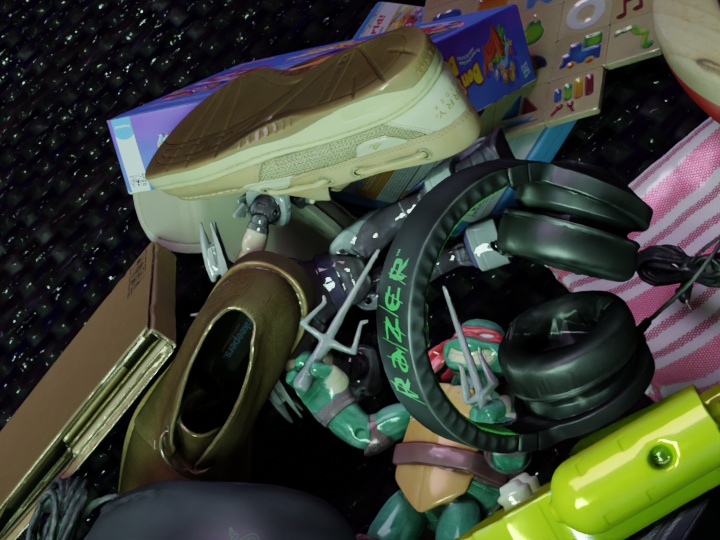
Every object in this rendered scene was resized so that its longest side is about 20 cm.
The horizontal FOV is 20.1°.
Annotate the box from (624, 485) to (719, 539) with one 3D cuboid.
[{"bbox_3d":[0.081,0.175,0.767,0.182,0.200,0.104,-34,83,12],"label":"box"}]

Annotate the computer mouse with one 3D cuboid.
[{"bbox_3d":[-0.094,0.147,0.954,0.199,0.053,0.139,-11,60,30],"label":"computer mouse"}]

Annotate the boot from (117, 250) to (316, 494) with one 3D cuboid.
[{"bbox_3d":[-0.088,0.086,1.040,0.201,0.073,0.075,-66,-5,26],"label":"boot"}]

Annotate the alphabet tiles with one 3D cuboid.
[{"bbox_3d":[0.104,-0.149,1.179,0.166,0.006,0.201,-15,43,29],"label":"alphabet tiles"}]

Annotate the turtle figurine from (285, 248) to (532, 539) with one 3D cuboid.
[{"bbox_3d":[0.036,0.088,0.976,0.149,0.100,0.201,-7,64,48],"label":"turtle figurine"}]

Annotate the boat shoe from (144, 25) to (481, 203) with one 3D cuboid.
[{"bbox_3d":[-0.029,-0.062,1.019,0.199,0.065,0.071,-12,40,44],"label":"boat shoe"}]

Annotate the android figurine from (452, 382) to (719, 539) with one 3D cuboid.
[{"bbox_3d":[0.112,0.082,0.830,0.199,0.182,0.041,-29,84,8],"label":"android figurine"}]

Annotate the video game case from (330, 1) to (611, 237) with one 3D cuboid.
[{"bbox_3d":[0.043,-0.091,1.197,0.200,0.018,0.143,16,67,47],"label":"video game case"}]

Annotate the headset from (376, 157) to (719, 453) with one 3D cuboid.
[{"bbox_3d":[0.087,0.009,0.901,0.094,0.199,0.124,12,107,56],"label":"headset"}]

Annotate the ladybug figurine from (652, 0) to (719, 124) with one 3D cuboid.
[{"bbox_3d":[0.223,-0.100,0.987,0.135,0.072,0.200,-26,39,-21],"label":"ladybug figurine"}]

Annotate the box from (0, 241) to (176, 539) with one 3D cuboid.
[{"bbox_3d":[-0.160,0.072,1.136,0.164,0.021,0.200,-51,13,8],"label":"box"}]

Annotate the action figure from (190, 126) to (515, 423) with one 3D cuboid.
[{"bbox_3d":[0.000,0.000,1.071,0.199,0.131,0.069,-25,16,8],"label":"action figure"}]

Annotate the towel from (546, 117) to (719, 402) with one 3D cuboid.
[{"bbox_3d":[0.182,-0.002,0.987,0.146,0.030,0.200,-39,39,4],"label":"towel"}]

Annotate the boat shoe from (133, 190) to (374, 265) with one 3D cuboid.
[{"bbox_3d":[-0.055,-0.031,1.188,0.059,0.072,0.200,-20,23,-36],"label":"boat shoe"}]

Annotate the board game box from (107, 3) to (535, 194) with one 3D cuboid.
[{"bbox_3d":[-0.022,-0.095,1.132,0.199,0.045,0.134,-7,15,36],"label":"board game box"}]
